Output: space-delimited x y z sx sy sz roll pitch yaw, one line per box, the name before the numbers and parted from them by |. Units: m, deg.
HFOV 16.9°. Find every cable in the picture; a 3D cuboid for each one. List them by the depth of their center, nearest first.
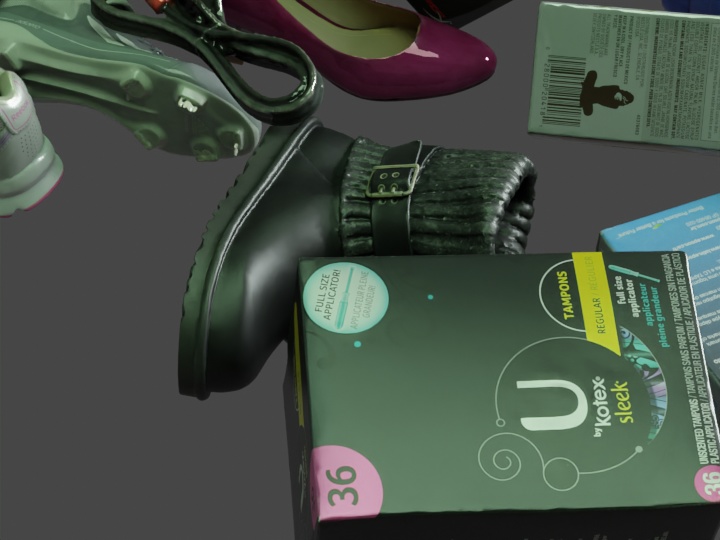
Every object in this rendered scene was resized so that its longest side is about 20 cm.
cable | -0.098 -0.149 1.403 0.097 0.050 0.200 -29 48 -6

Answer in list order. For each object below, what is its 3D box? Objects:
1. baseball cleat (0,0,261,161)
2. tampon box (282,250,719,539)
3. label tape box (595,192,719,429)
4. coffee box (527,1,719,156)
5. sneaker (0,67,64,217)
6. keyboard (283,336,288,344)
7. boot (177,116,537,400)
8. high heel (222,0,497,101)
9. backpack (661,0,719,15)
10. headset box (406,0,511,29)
baseball cleat | -0.141 -0.131 1.467 0.199 0.070 0.107 18 47 12
tampon box | 0.066 0.084 1.217 0.199 0.126 0.150 -2 57 -7
label tape box | 0.237 0.043 1.329 0.144 0.063 0.200 -17 49 -21
coffee box | 0.202 -0.107 1.418 0.199 0.080 0.114 5 4 6
sneaker | -0.265 -0.109 1.423 0.199 0.088 0.081 18 47 14
keyboard | 0.043 0.038 1.351 0.127 0.021 0.200 -33 57 -30
boot | 0.000 -0.002 1.322 0.157 0.080 0.211 15 52 14
high heel | -0.013 -0.162 1.488 0.199 0.096 0.068 6 45 2
backpack | 0.271 -0.228 1.534 0.168 0.163 0.200 33 61 23
headset box | 0.087 -0.252 1.483 0.200 0.149 0.077 -24 35 33
